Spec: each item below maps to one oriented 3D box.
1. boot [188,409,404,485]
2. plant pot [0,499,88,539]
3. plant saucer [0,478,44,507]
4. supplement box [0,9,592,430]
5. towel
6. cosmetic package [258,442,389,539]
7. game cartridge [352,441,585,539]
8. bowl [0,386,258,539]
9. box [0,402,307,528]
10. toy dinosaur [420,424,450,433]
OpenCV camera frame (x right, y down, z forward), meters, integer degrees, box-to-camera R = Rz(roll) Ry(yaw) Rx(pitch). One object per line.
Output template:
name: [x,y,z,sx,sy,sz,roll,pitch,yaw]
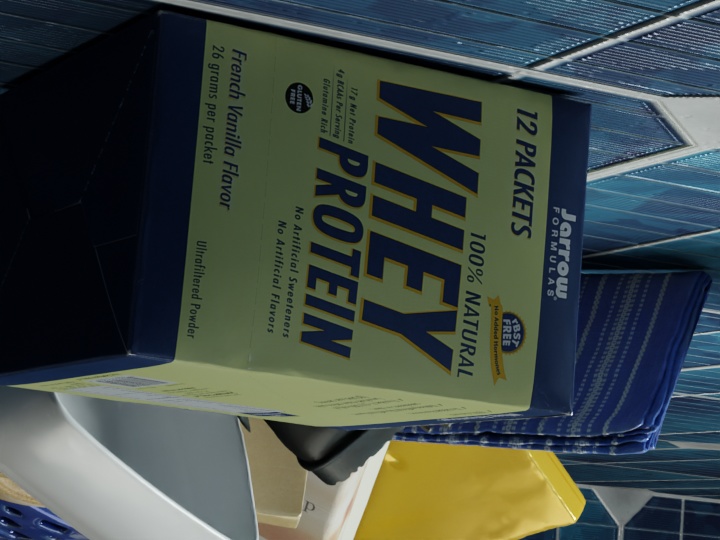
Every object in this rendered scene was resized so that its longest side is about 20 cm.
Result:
boot: [-0.018,0.015,1.187,0.162,0.198,0.073,41,-170,-27]
plant pot: [-0.262,0.090,1.550,0.179,0.201,0.200,21,163,-40]
plant saucer: [-0.184,0.091,1.390,0.199,0.036,0.201,-11,132,-12]
supplement box: [-0.039,-0.010,0.919,0.199,0.135,0.200,9,170,-28]
towel: [0.107,0.051,1.311,0.199,0.145,0.024,0,135,30]
cosmetic package: [-0.044,0.126,1.430,0.103,0.087,0.200,27,133,11]
game cartridge: [0.031,0.123,1.470,0.200,0.177,0.032,-21,-158,36]
bowl: [-0.150,0.068,1.189,0.074,0.200,0.200,-32,132,16]
box: [-0.123,0.064,1.312,0.199,0.164,0.021,11,157,-6]
toy dinosaur: [0.000,0.000,1.304,0.181,0.105,0.200,-3,-144,-43]
